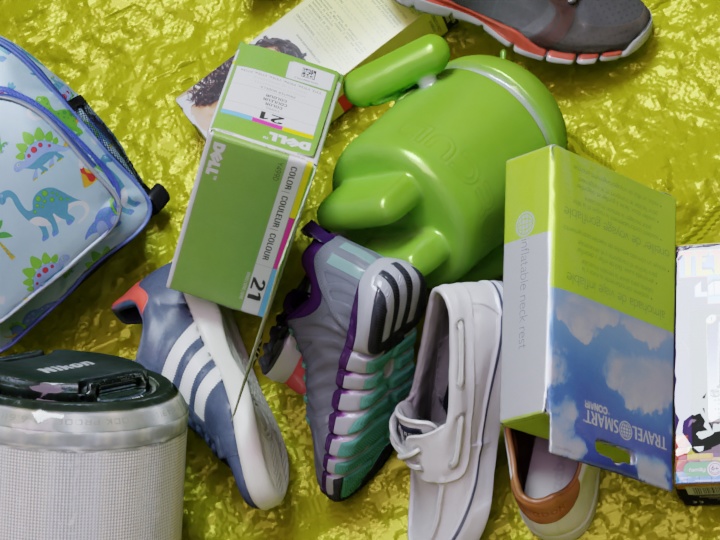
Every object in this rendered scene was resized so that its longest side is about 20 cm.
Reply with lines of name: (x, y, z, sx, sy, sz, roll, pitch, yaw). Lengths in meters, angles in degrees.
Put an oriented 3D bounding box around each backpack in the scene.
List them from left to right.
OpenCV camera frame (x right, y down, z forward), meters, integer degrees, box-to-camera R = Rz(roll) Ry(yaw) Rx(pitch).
backpack: (-0.261, -0.063, 1.551, 0.183, 0.147, 0.200, -41, 96, -2)

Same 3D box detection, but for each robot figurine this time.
robot figurine: (0.061, -0.067, 1.498, 0.116, 0.176, 0.200, -9, 26, 48)

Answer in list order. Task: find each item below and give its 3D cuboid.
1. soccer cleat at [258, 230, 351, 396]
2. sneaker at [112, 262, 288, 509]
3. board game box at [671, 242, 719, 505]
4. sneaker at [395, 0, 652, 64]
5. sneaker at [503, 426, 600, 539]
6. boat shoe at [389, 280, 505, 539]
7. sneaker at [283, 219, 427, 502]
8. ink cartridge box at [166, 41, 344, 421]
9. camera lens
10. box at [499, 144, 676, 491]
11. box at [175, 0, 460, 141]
soccer cleat: (0.000, 0.000, 1.549, 0.073, 0.068, 0.200, 29, 67, -10)
sneaker: (-0.114, 0.086, 1.530, 0.084, 0.075, 0.200, -25, 56, 3)
board game box: (0.301, 0.063, 1.440, 0.200, 0.057, 0.166, -3, 68, 15)
sneaker: (0.111, -0.204, 1.543, 0.200, 0.082, 0.077, 14, 42, -6)
sneaker: (0.134, 0.071, 1.468, 0.073, 0.085, 0.200, -2, 69, 17)
boat shoe: (0.050, 0.100, 1.447, 0.074, 0.065, 0.200, 31, 114, 59)
sneaker: (-0.013, 0.058, 1.470, 0.087, 0.200, 0.074, 33, 42, 26)
ink cartridge box: (-0.079, -0.028, 1.456, 0.076, 0.148, 0.200, 18, 42, -2)
camera lens: (-0.195, 0.159, 1.451, 0.160, 0.160, 0.200, 7, 100, 18)
box: (0.146, 0.034, 1.419, 0.048, 0.122, 0.200, -17, 62, 45)
box: (-0.030, -0.150, 1.612, 0.200, 0.050, 0.075, -39, 65, -2)
